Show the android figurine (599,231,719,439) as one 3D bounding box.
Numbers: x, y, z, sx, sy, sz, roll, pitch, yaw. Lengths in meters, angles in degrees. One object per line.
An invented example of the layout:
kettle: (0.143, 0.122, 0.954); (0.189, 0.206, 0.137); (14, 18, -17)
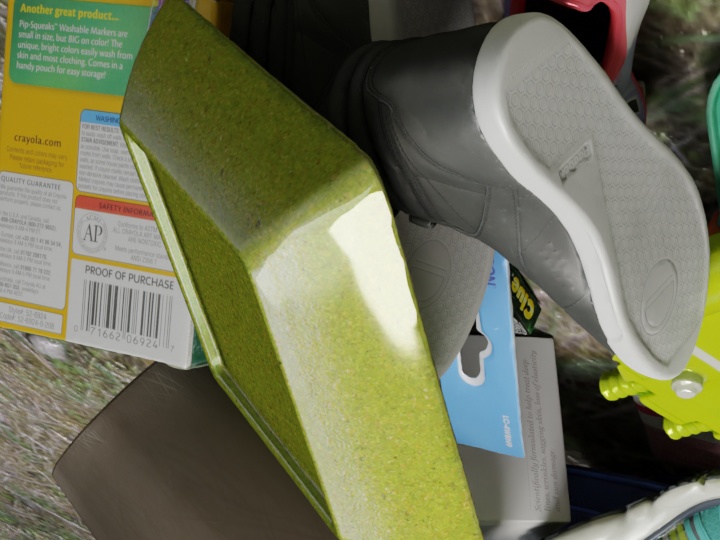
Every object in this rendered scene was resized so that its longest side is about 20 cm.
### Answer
android figurine: (0.195, 0.036, 0.714); (0.182, 0.041, 0.200); (32, 145, -30)

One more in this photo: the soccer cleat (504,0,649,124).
soccer cleat: (0.081, -0.077, 0.642); (0.067, 0.077, 0.200); (20, 151, 13)

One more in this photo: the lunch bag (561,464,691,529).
lunch bag: (0.187, 0.182, 0.935); (0.200, 0.133, 0.136); (4, 163, 43)

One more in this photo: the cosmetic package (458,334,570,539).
cosmetic package: (0.050, 0.122, 0.956); (0.081, 0.113, 0.200); (4, 158, -15)

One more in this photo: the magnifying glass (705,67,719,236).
magnifying glass: (0.169, -0.031, 0.686); (0.079, 0.022, 0.200); (26, 148, 7)

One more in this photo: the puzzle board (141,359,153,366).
puzzle board: (-0.046, 0.106, 1.136); (0.199, 0.017, 0.151); (10, 149, 30)

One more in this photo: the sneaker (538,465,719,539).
sneaker: (0.177, 0.146, 0.829); (0.200, 0.080, 0.077); (-31, 164, 34)

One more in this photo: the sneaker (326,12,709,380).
sneaker: (0.061, -0.027, 0.613); (0.099, 0.071, 0.200); (9, 153, 40)

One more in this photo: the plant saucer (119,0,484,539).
plant saucer: (-0.033, 0.012, 0.649); (0.200, 0.048, 0.200); (44, 156, 52)

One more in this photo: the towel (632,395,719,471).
towel: (0.200, 0.053, 0.826); (0.144, 0.023, 0.200); (12, 148, 30)

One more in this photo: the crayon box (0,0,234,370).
crayon box: (-0.110, -0.064, 0.769); (0.125, 0.201, 0.052); (10, -171, 30)

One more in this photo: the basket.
basket: (-0.049, 0.139, 0.819); (0.200, 0.136, 0.180); (45, 111, 6)

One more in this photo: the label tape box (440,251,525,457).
label tape box: (0.000, 0.000, 0.812); (0.199, 0.066, 0.144); (13, 132, 27)

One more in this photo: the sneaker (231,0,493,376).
sneaker: (-0.002, -0.050, 0.694); (0.099, 0.071, 0.201); (12, 114, 42)

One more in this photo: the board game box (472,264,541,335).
board game box: (-0.007, -0.009, 0.897); (0.199, 0.024, 0.105); (3, 142, 37)
